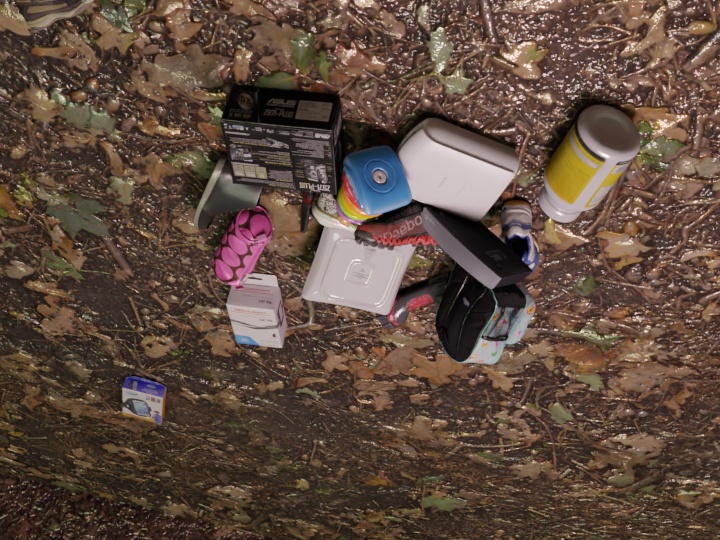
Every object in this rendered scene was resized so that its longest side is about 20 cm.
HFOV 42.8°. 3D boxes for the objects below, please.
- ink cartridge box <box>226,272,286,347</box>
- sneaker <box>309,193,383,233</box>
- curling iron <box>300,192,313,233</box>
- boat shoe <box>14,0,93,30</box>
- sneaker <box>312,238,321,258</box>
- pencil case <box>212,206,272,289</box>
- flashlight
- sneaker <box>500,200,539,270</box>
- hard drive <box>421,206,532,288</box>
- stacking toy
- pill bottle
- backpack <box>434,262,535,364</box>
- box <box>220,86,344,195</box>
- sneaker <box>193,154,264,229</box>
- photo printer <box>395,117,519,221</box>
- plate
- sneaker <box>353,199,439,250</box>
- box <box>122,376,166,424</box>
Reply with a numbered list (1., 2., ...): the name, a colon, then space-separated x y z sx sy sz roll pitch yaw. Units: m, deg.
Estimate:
1. ink cartridge box: -0.238 0.091 2.095 0.114 0.069 0.201 5 143 8
2. sneaker: 0.004 -0.117 1.753 0.196 0.078 0.089 12 131 -8
3. curling iron: -0.111 -0.142 1.783 0.049 0.026 0.201 15 146 10
4. boat shoe: -0.473 -0.440 1.435 0.197 0.075 0.073 -16 137 30
5. sneaker: -0.015 -0.018 1.900 0.198 0.074 0.080 30 126 -31
6. pencil case: -0.241 -0.045 1.891 0.089 0.095 0.200 -9 154 -27
7. flashlight: 0.124 0.071 1.971 0.198 0.069 0.068 -21 133 37
8. sneaker: 0.299 -0.040 1.755 0.074 0.089 0.201 -4 143 17
9. hard drive: 0.206 -0.044 1.662 0.134 0.200 0.043 -9 137 -51
10. stacking toy: -0.003 -0.128 1.643 0.108 0.118 0.200 -18 169 -27
11. pill bottle: 0.374 -0.172 1.536 0.110 0.113 0.201 16 144 -7
12. backpack: 0.241 0.085 1.832 0.151 0.177 0.202 8 122 -35
13. box: -0.133 -0.228 1.619 0.196 0.087 0.165 6 144 7
14. sneaker: -0.257 -0.128 1.789 0.105 0.076 0.201 26 141 -7
15. photo printer: 0.157 -0.179 1.620 0.197 0.070 0.167 20 143 -12
16. plate: 0.000 0.000 1.853 0.196 0.033 0.202 12 120 -16
17. sneaker: 0.072 -0.088 1.711 0.198 0.100 0.070 -3 -169 -33
18. box: -0.612 0.365 2.594 0.117 0.042 0.201 14 146 -4
